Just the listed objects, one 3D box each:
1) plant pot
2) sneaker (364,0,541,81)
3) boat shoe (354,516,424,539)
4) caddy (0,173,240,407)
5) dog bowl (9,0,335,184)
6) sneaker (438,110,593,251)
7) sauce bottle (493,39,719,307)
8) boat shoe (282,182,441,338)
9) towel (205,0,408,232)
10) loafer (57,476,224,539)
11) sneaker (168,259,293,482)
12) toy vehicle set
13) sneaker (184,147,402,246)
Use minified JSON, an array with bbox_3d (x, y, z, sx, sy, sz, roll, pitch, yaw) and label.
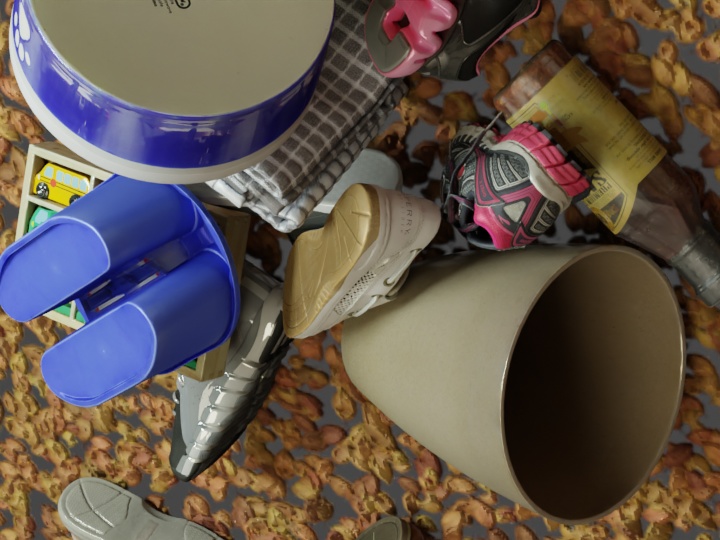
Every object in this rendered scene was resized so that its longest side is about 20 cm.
[{"bbox_3d":[0.087,0.059,1.734,0.200,0.187,0.188,14,128,44],"label":"plant pot"},{"bbox_3d":[0.089,-0.199,1.626,0.095,0.079,0.200,16,125,-36],"label":"sneaker"},{"bbox_3d":[0.009,0.269,1.988,0.068,0.072,0.200,22,129,-16],"label":"boat shoe"},{"bbox_3d":[-0.164,0.009,1.780,0.200,0.105,0.142,-27,94,52],"label":"caddy"},{"bbox_3d":[-0.118,-0.159,1.593,0.200,0.200,0.079,36,150,7],"label":"dog bowl"},{"bbox_3d":[0.083,-0.051,1.670,0.081,0.075,0.200,47,170,-5],"label":"sneaker"},{"bbox_3d":[0.174,-0.061,1.658,0.200,0.066,0.066,46,133,0],"label":"sauce bottle"},{"bbox_3d":[0.000,0.000,1.713,0.069,0.071,0.200,3,161,-20],"label":"boat shoe"},{"bbox_3d":[-0.077,-0.142,1.686,0.200,0.166,0.086,37,148,7],"label":"towel"},{"bbox_3d":[-0.161,0.240,2.077,0.200,0.072,0.063,31,148,20],"label":"loafer"},{"bbox_3d":[-0.122,0.060,1.930,0.115,0.075,0.200,38,122,11],"label":"sneaker"},{"bbox_3d":[-0.174,-0.009,1.879,0.199,0.026,0.125,20,109,33],"label":"toy vehicle set"},{"bbox_3d":[-0.062,-0.049,1.785,0.199,0.071,0.099,11,150,15],"label":"sneaker"}]
